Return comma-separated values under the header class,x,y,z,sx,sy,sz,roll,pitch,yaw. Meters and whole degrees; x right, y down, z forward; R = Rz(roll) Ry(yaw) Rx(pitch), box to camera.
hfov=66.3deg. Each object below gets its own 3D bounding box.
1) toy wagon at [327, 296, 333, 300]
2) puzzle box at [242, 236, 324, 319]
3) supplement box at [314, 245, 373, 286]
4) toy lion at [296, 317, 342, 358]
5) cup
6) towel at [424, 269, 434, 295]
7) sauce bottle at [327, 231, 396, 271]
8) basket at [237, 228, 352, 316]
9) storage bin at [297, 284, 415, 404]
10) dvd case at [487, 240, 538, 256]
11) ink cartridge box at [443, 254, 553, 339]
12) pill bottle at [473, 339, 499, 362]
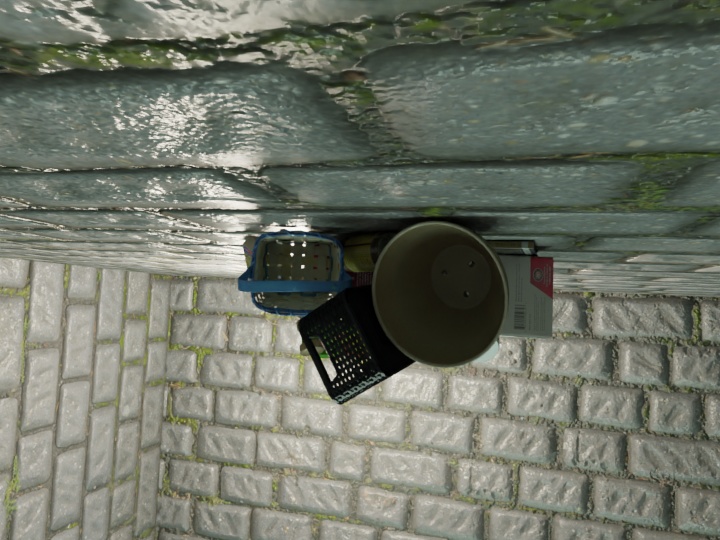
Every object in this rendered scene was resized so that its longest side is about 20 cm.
class,x,y,z,sx,sy,sz,roll,pitch,yaw
toy wagon,-0.024,0.074,1.147,0.194,0.041,0.155,3,178,-15
puzzle box,-0.147,0.030,1.086,0.197,0.025,0.135,32,148,19
supplement box,0.000,0.000,1.116,0.194,0.107,0.131,1,176,19
toy lion,-0.010,0.132,1.088,0.195,0.070,0.193,-17,152,6
cup,0.133,0.022,0.816,0.195,0.207,0.142,1,-169,27
towel,0.110,0.032,0.999,0.022,0.147,0.200,23,169,5
sauce bottle,-0.002,-0.031,0.970,0.063,0.067,0.198,5,178,-32
basket,-0.107,0.006,0.901,0.171,0.143,0.200,2,-167,-8
storage bin,0.007,0.105,0.848,0.093,0.138,0.199,-31,169,20
dvd case,0.227,-0.039,1.027,0.194,0.017,0.148,1,176,21
ink cartridge box,0.252,0.047,1.031,0.194,0.151,0.083,3,174,2
pill bottle,0.245,0.086,1.168,0.106,0.203,0.112,6,132,7
